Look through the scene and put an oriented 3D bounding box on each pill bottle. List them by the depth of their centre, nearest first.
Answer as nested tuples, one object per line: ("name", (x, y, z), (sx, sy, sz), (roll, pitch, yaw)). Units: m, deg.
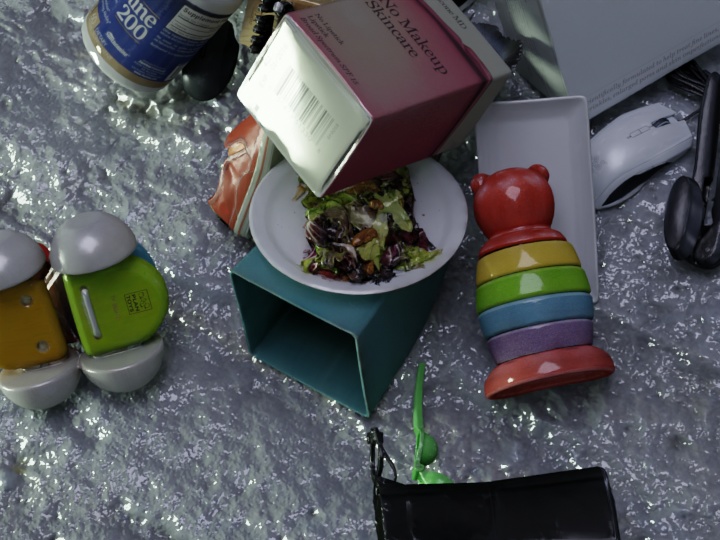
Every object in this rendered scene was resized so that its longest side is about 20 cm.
("pill bottle", (-0.186, -0.281, 1.662), (0.200, 0.111, 0.111), (-42, 53, 32))

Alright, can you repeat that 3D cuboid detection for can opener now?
("can opener", (0.338, -0.097, 1.559), (0.063, 0.079, 0.201), (12, 75, 22))

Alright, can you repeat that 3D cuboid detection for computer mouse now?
("computer mouse", (0.288, -0.133, 1.619), (0.200, 0.044, 0.110), (-36, 62, -10))
("computer mouse", (-0.154, -0.279, 1.733), (0.058, 0.034, 0.201), (9, 97, 7))

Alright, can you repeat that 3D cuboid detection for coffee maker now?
("coffee maker", (0.114, 0.220, 1.385), (0.199, 0.135, 0.193), (-5, 84, -4))

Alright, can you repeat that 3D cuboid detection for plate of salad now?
("plate of salad", (-0.002, -0.059, 1.482), (0.199, 0.048, 0.201), (0, 47, 0))

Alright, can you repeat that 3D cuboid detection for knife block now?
("knife block", (-0.031, -0.232, 1.626), (0.175, 0.199, 0.064), (29, 109, 47))

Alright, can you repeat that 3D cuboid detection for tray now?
("tray", (0.167, -0.065, 1.553), (0.107, 0.022, 0.201), (-3, 105, 8))

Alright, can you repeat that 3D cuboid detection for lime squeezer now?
("lime squeezer", (0.076, 0.170, 1.493), (0.070, 0.038, 0.200), (-29, 59, -7))

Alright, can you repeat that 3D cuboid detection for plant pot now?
("plant pot", (0.000, 0.000, 1.548), (0.141, 0.142, 0.200), (27, 61, 23))

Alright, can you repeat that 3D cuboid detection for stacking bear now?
("stacking bear", (0.153, 0.004, 1.493), (0.121, 0.114, 0.201), (-12, 79, 4))

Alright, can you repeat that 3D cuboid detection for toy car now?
("toy car", (-0.281, 0.026, 1.590), (0.199, 0.176, 0.150), (-12, 23, 4))

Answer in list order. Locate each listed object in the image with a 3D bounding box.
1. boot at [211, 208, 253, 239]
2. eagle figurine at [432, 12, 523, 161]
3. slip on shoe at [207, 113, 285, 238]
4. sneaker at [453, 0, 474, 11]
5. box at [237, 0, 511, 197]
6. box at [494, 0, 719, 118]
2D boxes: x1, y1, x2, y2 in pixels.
("boot", (-0.086, -0.117, 1.671), (0.174, 0.069, 0.200), (-45, 55, -6))
("eagle figurine", (0.076, -0.199, 1.633), (0.150, 0.152, 0.200), (-28, 59, -5))
("slip on shoe", (-0.098, -0.122, 1.556), (0.061, 0.201, 0.074), (31, 37, 10))
("sneaker", (0.121, -0.334, 1.736), (0.199, 0.090, 0.070), (-21, 59, -2))
("box", (0.014, -0.166, 1.455), (0.200, 0.109, 0.128), (-24, 69, -44))
("box", (0.241, -0.289, 1.612), (0.198, 0.200, 0.131), (-29, 41, -6))
